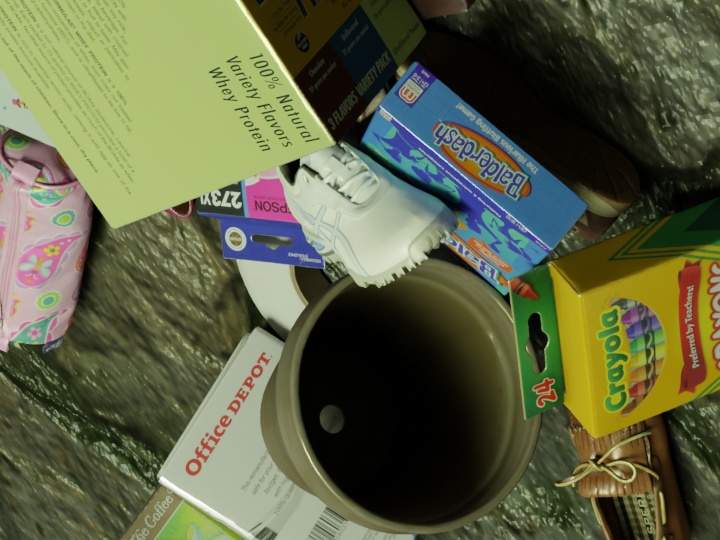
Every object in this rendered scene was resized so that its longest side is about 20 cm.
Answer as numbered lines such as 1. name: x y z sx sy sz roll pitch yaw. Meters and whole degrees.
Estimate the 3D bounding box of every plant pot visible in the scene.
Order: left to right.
1. plant pot: 0.008 0.102 1.793 0.200 0.200 0.173 46 155 -10

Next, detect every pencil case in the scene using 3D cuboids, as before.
1. pencil case: -0.265 -0.025 1.966 0.087 0.088 0.201 26 133 9

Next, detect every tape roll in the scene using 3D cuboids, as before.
1. tape roll: 0.000 0.000 1.864 0.202 0.037 0.204 16 132 18

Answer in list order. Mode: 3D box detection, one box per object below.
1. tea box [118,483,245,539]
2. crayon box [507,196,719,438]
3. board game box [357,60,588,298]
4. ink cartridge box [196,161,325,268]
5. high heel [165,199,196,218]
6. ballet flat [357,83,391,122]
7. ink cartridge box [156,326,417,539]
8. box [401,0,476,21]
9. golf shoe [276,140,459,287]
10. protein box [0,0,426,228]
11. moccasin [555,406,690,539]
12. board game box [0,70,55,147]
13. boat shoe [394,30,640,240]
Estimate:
1. tea box: -0.102 0.254 2.012 0.196 0.200 0.134 35 136 0
2. crayon box: 0.204 0.033 1.669 0.051 0.199 0.127 -129 23 -52
3. board game box: 0.070 -0.059 1.686 0.152 0.045 0.200 40 169 2
4. ink cartridge box: -0.081 -0.095 1.802 0.094 0.037 0.201 6 115 29
5. high heel: -0.181 -0.128 1.809 0.067 0.096 0.201 -27 124 -3
6. ballet flat: -0.019 -0.132 1.674 0.068 0.067 0.200 46 177 5
7. ink cartridge box: -0.042 0.159 1.924 0.199 0.146 0.084 33 173 0
8. box: -0.011 -0.258 1.571 0.199 0.166 0.165 -9 119 35
9. golf shoe: -0.008 -0.049 1.684 0.097 0.078 0.200 53 164 -24
10. protein box: -0.109 -0.164 1.493 0.199 0.135 0.199 -18 114 40
11. moccasin: 0.194 0.152 1.842 0.073 0.078 0.202 3 126 29
12. board game box: -0.184 -0.203 1.693 0.064 0.200 0.148 23 134 14
13. boat shoe: 0.100 -0.090 1.712 0.199 0.072 0.072 33 137 -2
